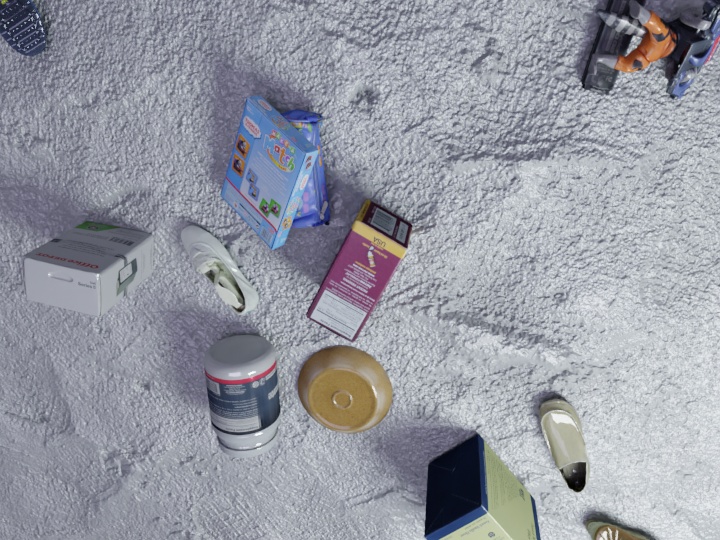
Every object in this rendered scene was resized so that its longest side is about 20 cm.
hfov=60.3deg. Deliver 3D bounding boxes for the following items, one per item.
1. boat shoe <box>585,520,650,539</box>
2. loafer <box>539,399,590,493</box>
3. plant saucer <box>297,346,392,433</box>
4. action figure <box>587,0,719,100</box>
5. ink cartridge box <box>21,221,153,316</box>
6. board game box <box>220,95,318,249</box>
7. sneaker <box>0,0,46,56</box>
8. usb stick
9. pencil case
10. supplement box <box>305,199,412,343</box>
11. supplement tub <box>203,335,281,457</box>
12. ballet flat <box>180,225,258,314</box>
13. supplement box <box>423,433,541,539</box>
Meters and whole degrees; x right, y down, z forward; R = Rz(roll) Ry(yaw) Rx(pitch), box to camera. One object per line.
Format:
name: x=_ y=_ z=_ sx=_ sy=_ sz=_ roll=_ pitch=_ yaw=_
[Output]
boat shoe: x=0.551 y=0.563 z=1.259 sx=0.198 sy=0.063 sz=0.074 roll=33 pitch=87 yaw=-7
loafer: x=0.398 y=0.338 z=1.183 sx=0.074 sy=0.068 sz=0.203 roll=-21 pitch=107 yaw=16
plant saucer: x=-0.035 y=0.250 z=1.237 sx=0.196 sy=0.036 sz=0.204 roll=3 pitch=112 yaw=8
action figure: x=0.443 y=-0.350 z=0.872 sx=0.189 sy=0.106 sz=0.202 roll=-3 pitch=142 yaw=-16
ink cartridge box: x=-0.484 y=-0.009 z=1.118 sx=0.142 sy=0.201 sz=0.086 roll=12 pitch=113 yaw=4
board game box: x=-0.158 y=-0.161 z=1.036 sx=0.151 sy=0.036 sz=0.202 roll=44 pitch=132 yaw=20
sneaker: x=-0.598 y=-0.461 z=1.034 sx=0.073 sy=0.082 sz=0.202 roll=-31 pitch=125 yaw=-9
usb stick: x=0.387 y=-0.370 z=0.925 sx=0.054 sy=0.033 sz=0.204 roll=12 pitch=113 yaw=-5
pencil case: x=-0.095 y=-0.169 z=1.055 sx=0.086 sy=0.077 sz=0.204 roll=17 pitch=119 yaw=40
supplement box: x=0.000 y=0.000 z=1.081 sx=0.102 sy=0.131 sz=0.202 roll=28 pitch=114 yaw=-3
supplement tub: x=-0.227 y=0.243 z=1.209 sx=0.137 sy=0.141 sz=0.204 roll=2 pitch=112 yaw=8
ballet flat: x=-0.268 y=0.002 z=1.161 sx=0.069 sy=0.070 sz=0.201 roll=-35 pitch=102 yaw=20
supplement box: x=0.237 y=0.475 z=1.192 sx=0.133 sy=0.201 sz=0.200 roll=-36 pitch=103 yaw=21
